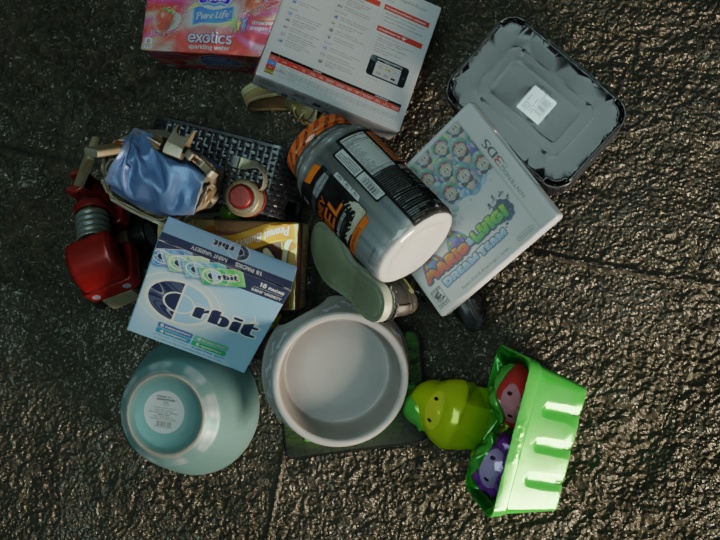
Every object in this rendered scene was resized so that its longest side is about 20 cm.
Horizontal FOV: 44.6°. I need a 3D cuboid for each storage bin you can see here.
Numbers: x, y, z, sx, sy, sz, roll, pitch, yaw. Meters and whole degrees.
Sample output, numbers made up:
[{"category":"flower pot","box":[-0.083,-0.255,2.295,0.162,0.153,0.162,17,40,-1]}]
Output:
[{"category":"storage bin","box":[-0.177,-0.136,1.187,0.199,0.135,0.094,15,92,11]},{"category":"storage bin","box":[0.223,-0.207,1.125,0.200,0.094,0.135,43,97,10]}]

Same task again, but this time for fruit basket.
[{"category":"fruit basket","box":[0.159,0.195,1.120,0.215,0.156,0.217,-1,94,-8]}]

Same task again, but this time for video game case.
[{"category":"video game case","box":[0.121,-0.074,1.091,0.200,0.024,0.182,-43,71,27]}]

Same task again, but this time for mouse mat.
[{"category":"mouse mat","box":[-0.010,0.166,1.176,0.199,0.008,0.162,-6,99,-5]}]

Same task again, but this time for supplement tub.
[{"category":"supplement tub","box":[0.006,-0.093,1.078,0.123,0.122,0.200,-45,68,7]}]

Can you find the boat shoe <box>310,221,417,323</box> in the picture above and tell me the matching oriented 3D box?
[{"category":"boat shoe","box":[0.000,0.000,1.146,0.201,0.060,0.072,48,131,44]}]

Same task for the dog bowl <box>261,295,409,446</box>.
[{"category":"dog bowl","box":[-0.028,0.135,1.136,0.199,0.059,0.201,-1,99,-8]}]

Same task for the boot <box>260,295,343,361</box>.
[{"category":"boot","box":[-0.038,0.123,1.200,0.200,0.070,0.147,-27,93,4]}]

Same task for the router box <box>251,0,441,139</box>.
[{"category":"router box","box":[-0.017,-0.291,1.139,0.199,0.049,0.180,21,83,-10]}]

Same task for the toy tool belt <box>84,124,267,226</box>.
[{"category":"toy tool belt","box":[-0.223,-0.111,1.064,0.199,0.123,0.125,18,94,10]}]

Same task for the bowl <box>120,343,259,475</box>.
[{"category":"bowl","box":[-0.249,0.193,1.215,0.200,0.105,0.202,0,90,10]}]

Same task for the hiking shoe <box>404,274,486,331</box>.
[{"category":"hiking shoe","box":[0.084,0.015,1.175,0.101,0.076,0.200,-44,73,16]}]

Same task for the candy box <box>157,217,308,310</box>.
[{"category":"candy box","box":[-0.174,-0.011,1.186,0.199,0.055,0.116,3,93,10]}]

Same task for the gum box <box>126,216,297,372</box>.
[{"category":"gum box","box":[-0.194,0.037,1.124,0.169,0.045,0.200,22,138,-10]}]

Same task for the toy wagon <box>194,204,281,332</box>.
[{"category":"toy wagon","box":[-0.188,0.013,1.238,0.200,0.040,0.155,43,97,8]}]

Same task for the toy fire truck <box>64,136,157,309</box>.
[{"category":"toy fire truck","box":[-0.346,-0.069,1.170,0.128,0.200,0.177,-20,59,12]}]

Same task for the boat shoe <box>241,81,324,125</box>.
[{"category":"boat shoe","box":[-0.066,-0.234,1.199,0.199,0.074,0.067,-5,83,11]}]

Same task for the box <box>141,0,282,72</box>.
[{"category":"box","box":[-0.188,-0.336,1.213,0.199,0.095,0.103,7,90,11]}]
